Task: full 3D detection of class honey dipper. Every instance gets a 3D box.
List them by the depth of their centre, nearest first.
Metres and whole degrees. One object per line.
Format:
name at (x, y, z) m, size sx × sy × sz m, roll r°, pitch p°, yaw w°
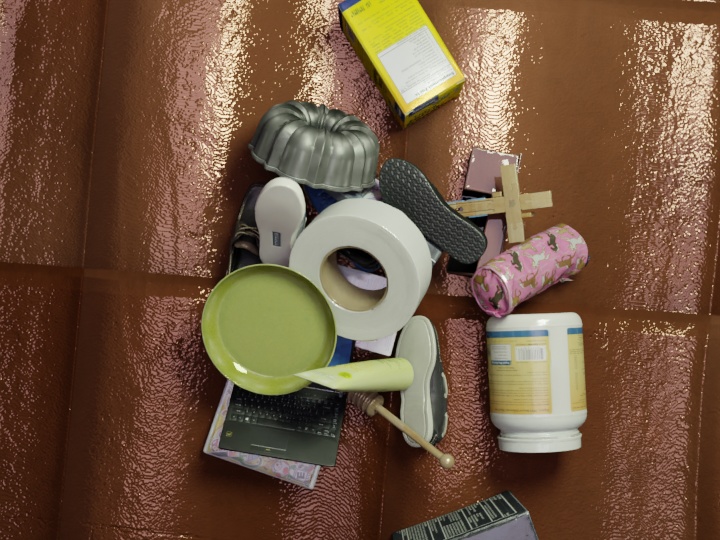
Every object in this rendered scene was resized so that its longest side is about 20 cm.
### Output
honey dipper at (0.063, 0.237, 1.511) m, size 0.200 × 0.038 × 0.038 m, roll 36°, pitch 87°, yaw 29°

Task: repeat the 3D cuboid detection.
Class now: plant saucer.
plant saucer at (-0.131, 0.083, 1.463) m, size 0.200 × 0.031 × 0.200 m, roll 2°, pitch 105°, yaw 7°

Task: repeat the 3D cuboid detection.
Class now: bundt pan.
bundt pan at (-0.061, -0.194, 1.493) m, size 0.202 × 0.202 × 0.076 m, roll 19°, pitch 115°, yaw 1°

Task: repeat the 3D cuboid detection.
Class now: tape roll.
tape roll at (0.000, 0.000, 1.455) m, size 0.202 × 0.071 × 0.203 m, roll 8°, pitch 117°, yaw 16°

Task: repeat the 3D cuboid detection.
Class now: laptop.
laptop at (-0.107, 0.171, 1.499) m, size 0.177 × 0.103 × 0.200 m, roll 9°, pitch 51°, yaw 2°

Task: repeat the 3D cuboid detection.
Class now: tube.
tube at (0.000, 0.156, 1.463) m, size 0.058 × 0.200 × 0.052 m, roll -39°, pitch 65°, yaw 34°

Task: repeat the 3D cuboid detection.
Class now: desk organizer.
desk organizer at (0.191, -0.085, 1.555) m, size 0.077 × 0.072 × 0.200 m, roll 11°, pitch 87°, yaw 3°

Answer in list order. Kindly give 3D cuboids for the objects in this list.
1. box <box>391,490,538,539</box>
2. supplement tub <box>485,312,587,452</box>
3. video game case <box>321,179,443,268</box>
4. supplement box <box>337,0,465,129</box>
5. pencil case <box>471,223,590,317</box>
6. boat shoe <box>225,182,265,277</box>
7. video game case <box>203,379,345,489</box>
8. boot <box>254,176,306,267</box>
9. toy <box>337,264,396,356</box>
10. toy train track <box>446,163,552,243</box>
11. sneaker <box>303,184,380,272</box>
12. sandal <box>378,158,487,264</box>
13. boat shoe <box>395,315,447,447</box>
box at (0.159, 0.422, 1.460) m, size 0.198 × 0.200 × 0.123 m, roll -21°, pitch 86°, yaw -1°
supplement tub at (0.264, 0.165, 1.502) m, size 0.144 × 0.145 × 0.200 m, roll -2°, pitch 87°, yaw 0°
video game case at (0.044, -0.087, 1.523) m, size 0.200 × 0.143 × 0.019 m, roll 36°, pitch 114°, yaw 2°
supplement box at (0.062, -0.338, 1.550) m, size 0.109 × 0.110 × 0.200 m, roll -31°, pitch 86°, yaw -1°
pencil case at (0.254, 0.000, 1.498) m, size 0.200 × 0.083 × 0.087 m, roll -24°, pitch 72°, yaw -36°
boat shoe at (-0.165, -0.039, 1.552) m, size 0.074 × 0.073 × 0.200 m, roll 7°, pitch 87°, yaw 1°
video game case at (-0.128, 0.217, 1.563) m, size 0.182 × 0.023 × 0.200 m, roll 19°, pitch 87°, yaw 2°
boot at (-0.112, -0.092, 1.472) m, size 0.073 × 0.200 × 0.090 m, roll 15°, pitch 55°, yaw -1°
toy at (-0.034, 0.050, 1.560) m, size 0.200 × 0.047 × 0.115 m, roll 15°, pitch 90°, yaw 2°
toy train track at (0.189, -0.096, 1.503) m, size 0.200 × 0.033 × 0.115 m, roll -5°, pitch 93°, yaw 22°
sneaker at (-0.027, -0.089, 1.535) m, size 0.077 × 0.111 × 0.200 m, roll -28°, pitch 87°, yaw -1°
sandal at (0.105, -0.087, 1.501) m, size 0.200 × 0.048 × 0.075 m, roll 44°, pitch 108°, yaw 0°
boat shoe at (0.101, 0.171, 1.546) m, size 0.074 × 0.060 × 0.200 m, roll -10°, pitch 80°, yaw 39°
